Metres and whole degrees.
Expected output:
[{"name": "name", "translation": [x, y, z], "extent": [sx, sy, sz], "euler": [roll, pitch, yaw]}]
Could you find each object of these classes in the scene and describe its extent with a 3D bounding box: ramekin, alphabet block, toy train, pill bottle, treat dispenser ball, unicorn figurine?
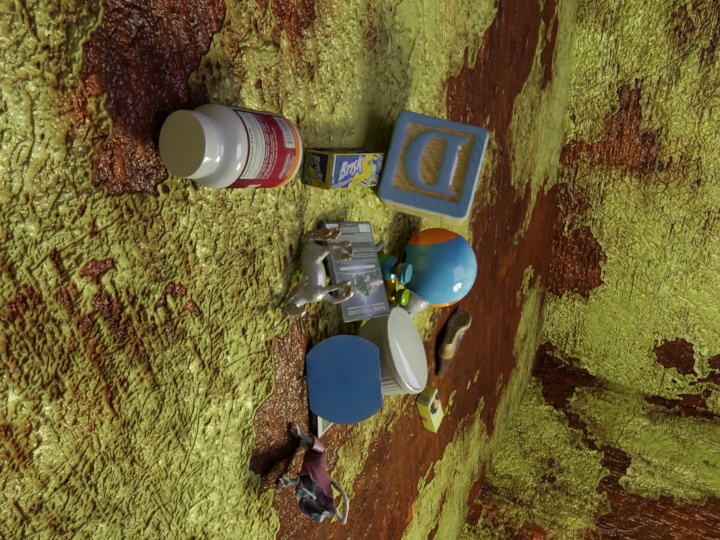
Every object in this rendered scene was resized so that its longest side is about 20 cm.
[{"name": "ramekin", "translation": [0.069, 0.191, 1.423], "extent": [0.203, 0.093, 0.204], "euler": [48, 31, -42]}, {"name": "alphabet block", "translation": [0.156, -0.215, 1.355], "extent": [0.200, 0.194, 0.198], "euler": [3, 103, -84]}, {"name": "toy train", "translation": [0.064, 0.056, 1.464], "extent": [0.085, 0.115, 0.202], "euler": [-42, 139, -46]}, {"name": "pill bottle", "translation": [-0.179, -0.172, 0.876], "extent": [0.199, 0.112, 0.114], "euler": [-13, 115, -60]}, {"name": "treat dispenser ball", "translation": [0.197, -0.008, 1.595], "extent": [0.201, 0.199, 0.203], "euler": [-39, 136, -49]}, {"name": "unicorn figurine", "translation": [-0.082, 0.018, 1.177], "extent": [0.074, 0.135, 0.203], "euler": [72, 19, -73]}]

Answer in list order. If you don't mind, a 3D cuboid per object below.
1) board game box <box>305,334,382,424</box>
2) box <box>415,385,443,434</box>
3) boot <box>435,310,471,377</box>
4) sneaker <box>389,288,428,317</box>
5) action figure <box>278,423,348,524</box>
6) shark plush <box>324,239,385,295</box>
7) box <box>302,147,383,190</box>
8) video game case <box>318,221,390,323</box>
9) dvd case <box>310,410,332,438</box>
[{"name": "board game box", "translation": [-0.035, 0.229, 1.340], "extent": [0.039, 0.156, 0.203], "euler": [-96, -178, -78]}, {"name": "box", "translation": [0.234, 0.466, 2.086], "extent": [0.076, 0.050, 0.201], "euler": [-59, 150, -28]}, {"name": "boot", "translation": [0.310, 0.248, 2.127], "extent": [0.200, 0.072, 0.168], "euler": [-50, 156, -43]}, {"name": "sneaker", "translation": [0.101, 0.112, 1.539], "extent": [0.116, 0.075, 0.200], "euler": [-63, -170, -9]}, {"name": "action figure", "translation": [-0.092, 0.414, 1.316], "extent": [0.200, 0.147, 0.135], "euler": [-94, -164, -66]}, {"name": "shark plush", "translation": [0.000, 0.000, 1.346], "extent": [0.200, 0.082, 0.092], "euler": [-34, 132, -53]}, {"name": "box", "translation": [-0.030, -0.198, 1.207], "extent": [0.199, 0.064, 0.071], "euler": [-18, 120, -58]}, {"name": "video game case", "translation": [-0.009, -0.001, 1.265], "extent": [0.142, 0.019, 0.203], "euler": [-5, 80, -48]}, {"name": "dvd case", "translation": [-0.053, 0.273, 1.455], "extent": [0.200, 0.024, 0.152], "euler": [-38, 135, -51]}]
